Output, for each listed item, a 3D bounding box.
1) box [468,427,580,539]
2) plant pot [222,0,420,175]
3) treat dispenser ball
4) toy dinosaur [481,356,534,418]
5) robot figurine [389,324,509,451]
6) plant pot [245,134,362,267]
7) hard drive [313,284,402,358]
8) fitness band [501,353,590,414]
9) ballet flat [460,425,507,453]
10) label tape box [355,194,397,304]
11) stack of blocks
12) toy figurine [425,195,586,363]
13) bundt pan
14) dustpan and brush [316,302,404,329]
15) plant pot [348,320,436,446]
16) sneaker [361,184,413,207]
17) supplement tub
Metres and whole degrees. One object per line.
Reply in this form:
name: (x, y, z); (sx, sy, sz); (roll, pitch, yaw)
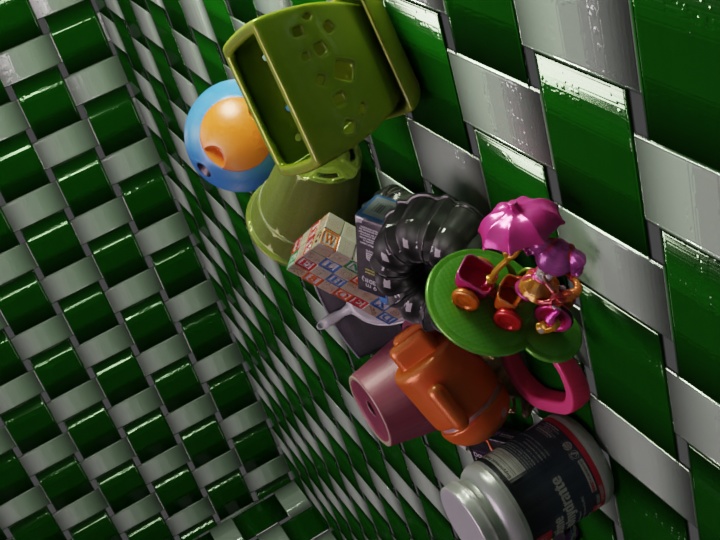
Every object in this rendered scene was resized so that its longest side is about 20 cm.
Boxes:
box: (0.246, 0.328, 1.666); (0.143, 0.036, 0.200); (6, 124, 45)
plant pot: (-0.046, -0.253, 1.425); (0.200, 0.181, 0.199); (64, 165, -10)
treat dispenser ball: (-0.214, -0.240, 1.948); (0.201, 0.201, 0.201); (54, 163, 25)
toy dinosaur: (0.196, 0.148, 1.607); (0.200, 0.060, 0.106); (48, 133, 34)
robot figurine: (0.129, 0.160, 1.520); (0.200, 0.117, 0.144); (49, 161, -8)
plant pot: (-0.076, -0.134, 1.769); (0.200, 0.200, 0.190); (55, 151, 23)
hard drive: (-0.003, 0.050, 1.899); (0.200, 0.135, 0.042); (61, -159, -8)
fitness band: (0.233, 0.121, 1.442); (0.144, 0.037, 0.200); (63, 166, -6)
ballet flat: (0.189, 0.275, 1.792); (0.073, 0.073, 0.200); (65, 162, -12)
label tape box: (0.071, 0.006, 1.553); (0.144, 0.063, 0.200); (20, 133, 26)
stack of blocks: (0.000, 0.000, 1.715); (0.200, 0.059, 0.115); (29, 146, -19)
toy figurine: (0.190, 0.001, 1.234); (0.200, 0.150, 0.184); (28, 145, 5)
bundt pan: (0.097, 0.002, 1.426); (0.202, 0.076, 0.202); (20, 133, 23)
dustpan and brush: (0.001, 0.052, 1.854); (0.140, 0.200, 0.057); (60, -165, 4)
plant pot: (0.089, 0.182, 1.742); (0.200, 0.179, 0.200); (53, 163, 25)
sneaker: (0.060, -0.046, 1.647); (0.114, 0.076, 0.200); (47, 155, 49)
supplement tub: (0.223, 0.294, 1.460); (0.140, 0.200, 0.140); (54, 163, 25)
